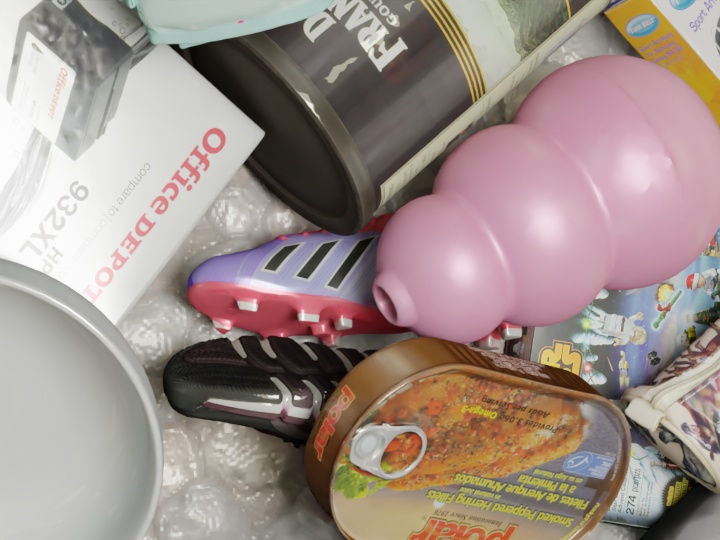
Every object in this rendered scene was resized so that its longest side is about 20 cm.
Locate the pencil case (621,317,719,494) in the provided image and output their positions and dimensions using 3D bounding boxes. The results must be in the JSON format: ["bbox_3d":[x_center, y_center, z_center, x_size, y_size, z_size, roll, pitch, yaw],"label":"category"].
[{"bbox_3d":[0.233,0.036,1.540,0.200,0.078,0.090,-40,130,-6],"label":"pencil case"}]

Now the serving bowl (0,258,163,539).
[{"bbox_3d":[-0.192,0.074,1.408,0.199,0.066,0.201,2,118,3],"label":"serving bowl"}]

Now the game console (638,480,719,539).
[{"bbox_3d":[0.198,0.235,1.592,0.200,0.116,0.176,-43,79,-6],"label":"game console"}]

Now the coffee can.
[{"bbox_3d":[0.021,-0.137,1.483,0.200,0.146,0.147,-42,104,-17],"label":"coffee can"}]

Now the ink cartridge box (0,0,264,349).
[{"bbox_3d":[-0.172,-0.077,1.438,0.200,0.084,0.145,41,76,-17],"label":"ink cartridge box"}]

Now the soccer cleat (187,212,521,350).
[{"bbox_3d":[0.000,0.000,1.522,0.199,0.067,0.077,4,72,-22],"label":"soccer cleat"}]

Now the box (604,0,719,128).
[{"bbox_3d":[0.219,-0.130,1.598,0.200,0.041,0.119,46,52,-13],"label":"box"}]

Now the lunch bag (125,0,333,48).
[{"bbox_3d":[-0.043,-0.217,1.354,0.199,0.122,0.171,-33,133,-17],"label":"lunch bag"}]

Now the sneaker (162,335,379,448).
[{"bbox_3d":[-0.014,0.101,1.495,0.199,0.076,0.116,4,112,-21],"label":"sneaker"}]

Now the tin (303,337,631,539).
[{"bbox_3d":[0.056,0.096,1.469,0.199,0.042,0.112,15,106,-42],"label":"tin"}]

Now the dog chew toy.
[{"bbox_3d":[0.093,-0.028,1.479,0.199,0.124,0.125,-30,100,-20],"label":"dog chew toy"}]

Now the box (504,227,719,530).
[{"bbox_3d":[0.150,0.041,1.589,0.136,0.040,0.201,10,86,-20],"label":"box"}]
